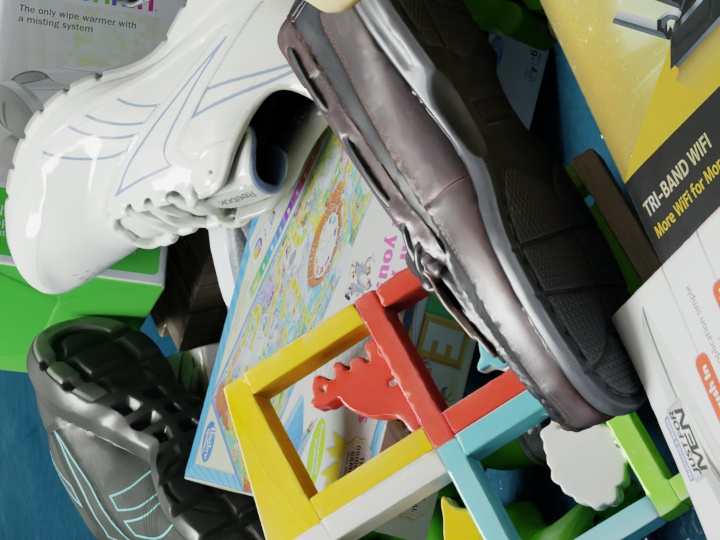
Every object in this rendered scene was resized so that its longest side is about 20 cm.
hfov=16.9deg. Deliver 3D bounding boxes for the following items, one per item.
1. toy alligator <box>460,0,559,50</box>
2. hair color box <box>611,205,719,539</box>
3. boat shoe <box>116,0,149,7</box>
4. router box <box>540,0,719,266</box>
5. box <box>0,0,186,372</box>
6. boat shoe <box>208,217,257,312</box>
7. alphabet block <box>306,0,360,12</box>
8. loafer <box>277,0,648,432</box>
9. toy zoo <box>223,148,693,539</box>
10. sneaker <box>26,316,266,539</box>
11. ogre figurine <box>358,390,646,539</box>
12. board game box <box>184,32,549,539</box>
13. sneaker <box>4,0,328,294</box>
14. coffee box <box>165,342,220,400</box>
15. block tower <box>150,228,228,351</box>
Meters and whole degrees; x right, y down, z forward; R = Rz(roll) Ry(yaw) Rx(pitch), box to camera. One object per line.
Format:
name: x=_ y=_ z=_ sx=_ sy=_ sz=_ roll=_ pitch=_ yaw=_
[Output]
toy alligator: x=0.043 y=-0.114 z=0.919 sx=0.054 sy=0.059 sz=0.201 roll=-44 pitch=57 yaw=25
hair color box: x=0.164 y=0.014 z=0.753 sx=0.200 sy=0.064 sz=0.112 roll=-51 pitch=55 yaw=54
boat shoe: x=-0.065 y=-0.151 z=1.044 sx=0.200 sy=0.091 sz=0.071 roll=23 pitch=162 yaw=50
router box: x=0.129 y=-0.118 z=0.780 sx=0.158 sy=0.052 sz=0.200 roll=67 pitch=150 yaw=21
box: x=-0.149 y=-0.057 z=1.190 sx=0.200 sy=0.096 sz=0.178 roll=130 pitch=146 yaw=-69
boat shoe: x=-0.028 y=0.031 z=1.090 sx=0.071 sy=0.072 sz=0.201 roll=6 pitch=116 yaw=63
alphabet block: x=-0.004 y=-0.238 z=0.767 sx=0.195 sy=0.197 sz=0.200 roll=35 pitch=151 yaw=-9
loafer: x=0.035 y=-0.026 z=0.871 sx=0.063 sy=0.072 sz=0.201 roll=-36 pitch=73 yaw=31
toy zoo: x=0.036 y=0.063 z=0.896 sx=0.132 sy=0.199 sz=0.020 roll=61 pitch=-169 yaw=18
sneaker: x=-0.080 y=0.099 z=1.094 sx=0.200 sy=0.075 sz=0.080 roll=41 pitch=136 yaw=39
ogre figurine: x=0.050 y=0.125 z=0.976 sx=0.120 sy=0.098 sz=0.201 roll=26 pitch=135 yaw=43
board game box: x=0.000 y=0.000 z=0.986 sx=0.134 sy=0.034 sz=0.201 roll=7 pitch=81 yaw=56
sneaker: x=-0.075 y=-0.050 z=1.010 sx=0.200 sy=0.074 sz=0.087 roll=-41 pitch=52 yaw=26
coffee box: x=-0.048 y=0.135 z=1.178 sx=0.113 sy=0.079 sz=0.202 roll=-15 pitch=86 yaw=60
block tower: x=-0.055 y=-0.042 z=1.143 sx=0.054 sy=0.057 sz=0.201 roll=60 pitch=150 yaw=30
